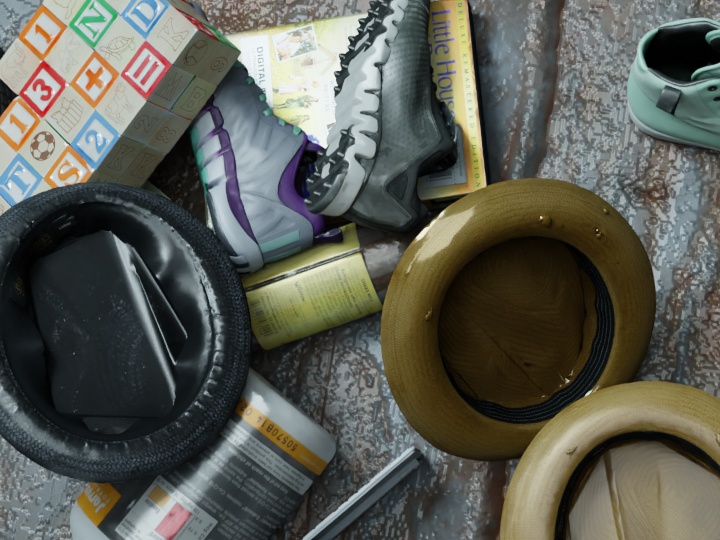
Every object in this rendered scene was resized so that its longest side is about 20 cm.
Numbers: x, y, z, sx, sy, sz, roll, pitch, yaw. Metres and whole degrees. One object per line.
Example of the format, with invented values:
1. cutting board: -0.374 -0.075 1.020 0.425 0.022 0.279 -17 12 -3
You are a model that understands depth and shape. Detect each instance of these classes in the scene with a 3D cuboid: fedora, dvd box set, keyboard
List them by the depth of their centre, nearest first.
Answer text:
1. fedora: -0.163 0.048 1.230 0.200 0.092 0.201 5 66 -10
2. fedora: 0.184 0.173 1.232 0.200 0.082 0.201 -2 78 11
3. fedora: 0.092 0.024 1.251 0.201 0.201 0.082 -40 31 0
4. keyboard: -0.038 0.183 1.287 0.200 0.056 0.011 -41 74 0
5. dvd box set: -0.014 -0.106 1.362 0.199 0.029 0.147 -8 75 10

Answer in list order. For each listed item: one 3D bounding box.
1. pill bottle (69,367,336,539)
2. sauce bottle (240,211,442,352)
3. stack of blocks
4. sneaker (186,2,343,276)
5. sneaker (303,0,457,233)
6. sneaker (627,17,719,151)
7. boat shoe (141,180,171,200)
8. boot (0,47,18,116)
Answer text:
1. pill bottle: -0.117 0.156 1.278 0.116 0.116 0.200 38 86 16
2. sauce bottle: 0.000 0.000 1.318 0.200 0.065 0.065 -18 74 7
3. stack of blocks: -0.186 -0.105 1.294 0.115 0.059 0.200 42 100 26
4. sneaker: -0.073 -0.095 1.324 0.087 0.074 0.200 -14 72 -5
5. sneaker: 0.027 -0.107 1.306 0.090 0.066 0.200 26 59 -19
6. sneaker: 0.270 -0.110 1.263 0.200 0.118 0.074 10 78 12
7. boat shoe: -0.169 -0.030 1.352 0.071 0.063 0.200 -26 67 -25
8. boot: -0.329 -0.144 1.421 0.131 0.070 0.200 -26 63 7
